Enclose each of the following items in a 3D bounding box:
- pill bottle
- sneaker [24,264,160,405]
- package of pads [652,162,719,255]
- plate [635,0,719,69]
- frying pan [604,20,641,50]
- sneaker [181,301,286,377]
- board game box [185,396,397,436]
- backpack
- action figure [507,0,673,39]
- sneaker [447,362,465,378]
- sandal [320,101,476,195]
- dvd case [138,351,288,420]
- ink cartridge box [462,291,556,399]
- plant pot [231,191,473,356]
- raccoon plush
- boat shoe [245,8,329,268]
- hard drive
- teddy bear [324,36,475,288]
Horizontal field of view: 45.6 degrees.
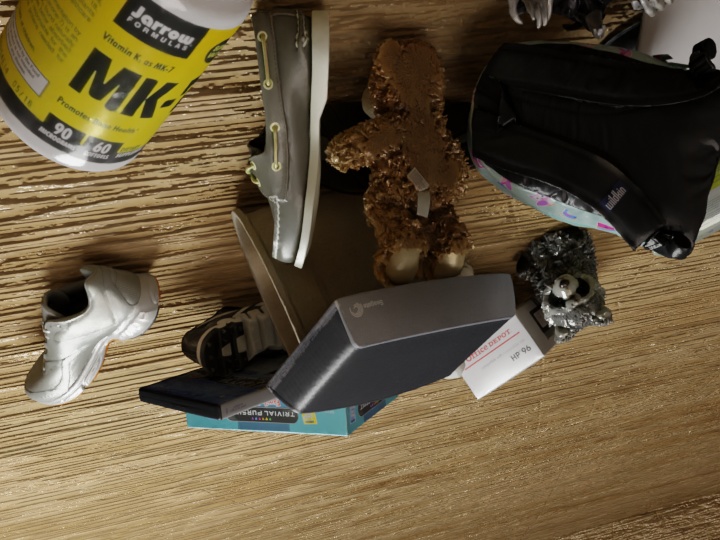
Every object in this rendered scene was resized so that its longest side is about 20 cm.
[{"bbox_3d":[-0.136,-0.163,0.522,0.113,0.116,0.200,13,138,-42],"label":"pill bottle"},{"bbox_3d":[-0.292,0.058,0.856,0.200,0.076,0.091,-42,136,22],"label":"sneaker"},{"bbox_3d":[0.390,-0.079,0.946,0.153,0.069,0.199,-31,170,23],"label":"package of pads"},{"bbox_3d":[0.316,-0.220,0.734,0.196,0.033,0.202,-15,137,-10],"label":"plate"},{"bbox_3d":[0.227,-0.184,0.785,0.187,0.031,0.116,-7,147,-24],"label":"frying pan"},{"bbox_3d":[-0.117,0.063,0.962,0.198,0.068,0.090,-17,-164,-42],"label":"sneaker"},{"bbox_3d":[-0.075,0.139,0.969,0.197,0.048,0.151,-2,-173,24],"label":"board game box"},{"bbox_3d":[0.182,-0.104,0.694,0.197,0.170,0.127,16,174,9],"label":"backpack"},{"bbox_3d":[0.157,-0.219,0.609,0.117,0.104,0.200,-11,152,15],"label":"action figure"},{"bbox_3d":[0.023,0.068,0.923,0.076,0.198,0.089,-57,155,-10],"label":"sneaker"},{"bbox_3d":[0.030,-0.110,0.765,0.197,0.083,0.054,-13,174,-24],"label":"sandal"},{"bbox_3d":[-0.116,0.114,0.917,0.141,0.018,0.198,1,-169,43],"label":"dvd case"},{"bbox_3d":[0.194,0.093,1.097,0.116,0.068,0.199,-41,170,33],"label":"ink cartridge box"},{"bbox_3d":[0.000,0.000,0.817,0.181,0.202,0.201,-24,152,-11],"label":"plant pot"},{"bbox_3d":[0.279,0.032,1.056,0.198,0.136,0.096,16,135,-45],"label":"raccoon plush"},{"bbox_3d":[-0.059,-0.099,0.664,0.059,0.072,0.205,3,116,-5],"label":"boat shoe"},{"bbox_3d":[0.033,0.060,0.700,0.198,0.043,0.135,-7,148,-42],"label":"hard drive"},{"bbox_3d":[0.036,-0.080,0.693,0.144,0.203,0.066,-25,-171,-32],"label":"teddy bear"}]
